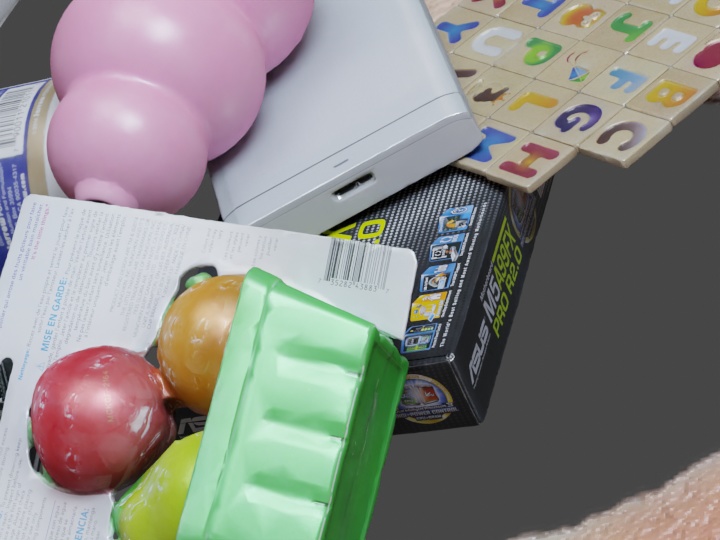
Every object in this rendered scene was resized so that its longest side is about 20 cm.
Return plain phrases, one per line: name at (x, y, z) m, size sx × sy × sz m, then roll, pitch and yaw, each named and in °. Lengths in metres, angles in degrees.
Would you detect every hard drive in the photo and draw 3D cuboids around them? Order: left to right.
hard drive at (-0.021, -0.093, 1.518) m, size 0.131 × 0.027 × 0.200 m, roll -29°, pitch 34°, yaw 7°

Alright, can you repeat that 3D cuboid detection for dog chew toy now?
dog chew toy at (-0.096, -0.108, 1.474) m, size 0.124 × 0.125 × 0.201 m, roll -2°, pitch 53°, yaw 31°

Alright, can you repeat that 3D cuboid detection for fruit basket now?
fruit basket at (-0.083, 0.067, 1.338) m, size 0.199 × 0.094 × 0.186 m, roll 6°, pitch 74°, yaw 26°

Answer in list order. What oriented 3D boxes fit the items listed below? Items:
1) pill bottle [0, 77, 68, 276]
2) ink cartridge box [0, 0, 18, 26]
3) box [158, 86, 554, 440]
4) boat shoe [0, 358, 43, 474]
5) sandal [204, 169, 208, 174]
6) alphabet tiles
pill bottle at (-0.210, -0.032, 1.569) m, size 0.199 × 0.116 × 0.116 m, roll -9°, pitch 38°, yaw 23°
ink cartridge box at (-0.332, -0.177, 1.824) m, size 0.199 × 0.129 × 0.126 m, roll -1°, pitch 42°, yaw 31°
box at (0.000, 0.000, 1.455) m, size 0.159 × 0.044 × 0.201 m, roll -7°, pitch 39°, yaw 24°
boat shoe at (-0.191, 0.089, 1.442) m, size 0.073 × 0.068 × 0.200 m, roll -16°, pitch 36°, yaw 14°
sandal at (-0.105, -0.088, 1.623) m, size 0.206 × 0.059 × 0.079 m, roll -10°, pitch 38°, yaw 22°
alphabet tiles at (0.098, -0.102, 1.481) m, size 0.166 × 0.006 × 0.200 m, roll -39°, pitch 35°, yaw -22°
